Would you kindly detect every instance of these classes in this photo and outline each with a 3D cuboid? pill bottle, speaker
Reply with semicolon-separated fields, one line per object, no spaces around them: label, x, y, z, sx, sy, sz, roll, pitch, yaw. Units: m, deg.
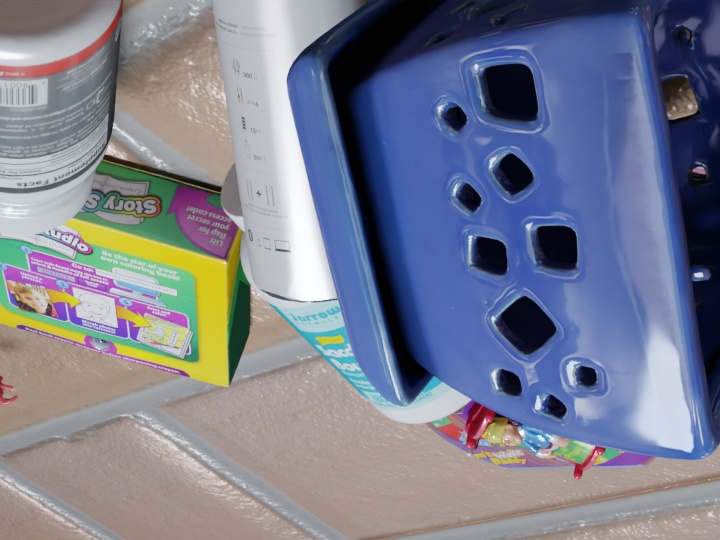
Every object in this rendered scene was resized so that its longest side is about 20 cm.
pill bottle;0.000;0.000;0.980;0.110;0.111;0.200;-10;138;38
pill bottle;-0.198;-0.112;0.913;0.115;0.116;0.200;19;148;0
speaker;-0.031;-0.089;0.820;0.081;0.081;0.201;5;119;22

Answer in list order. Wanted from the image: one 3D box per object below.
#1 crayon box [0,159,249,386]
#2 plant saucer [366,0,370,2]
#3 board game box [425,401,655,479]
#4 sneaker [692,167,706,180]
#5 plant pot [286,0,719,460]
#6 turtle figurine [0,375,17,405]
crayon box;-0.179;-0.007;1.116;0.199;0.059;0.173;16;147;6
plant saucer;0.071;-0.075;0.855;0.199;0.031;0.201;12;126;18
board game box;0.123;0.120;1.161;0.199;0.039;0.158;-5;140;34
sneaker;0.211;-0.036;0.837;0.080;0.087;0.200;33;146;-17
plant pot;0.085;-0.050;0.720;0.179;0.200;0.201;-1;115;28
turtle figurine;-0.353;0.058;1.274;0.150;0.100;0.201;48;166;38
